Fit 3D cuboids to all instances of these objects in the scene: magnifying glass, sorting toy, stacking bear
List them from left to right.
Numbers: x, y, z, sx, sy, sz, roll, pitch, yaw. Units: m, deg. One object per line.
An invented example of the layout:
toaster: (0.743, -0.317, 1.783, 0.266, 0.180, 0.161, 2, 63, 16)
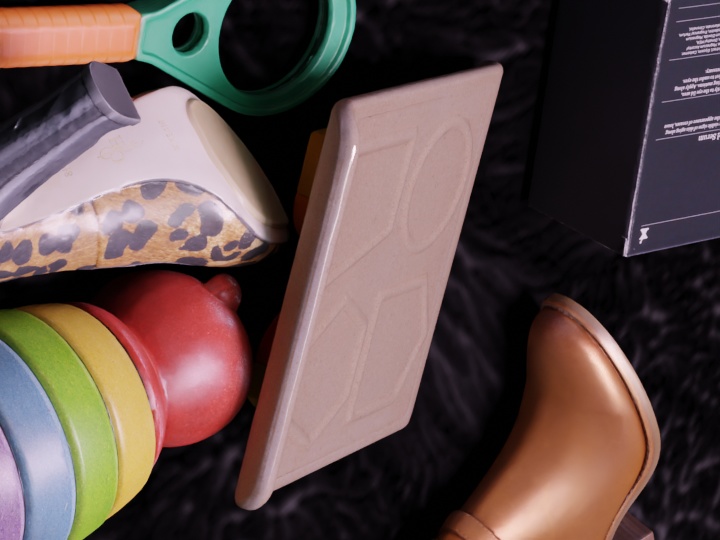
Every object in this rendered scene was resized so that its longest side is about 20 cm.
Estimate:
stacking bear: (-0.132, 0.060, 1.242, 0.200, 0.114, 0.122, -25, 129, -37)
magnifying glass: (-0.083, -0.103, 1.260, 0.200, 0.022, 0.080, -8, 117, -42)
sorting toy: (0.000, 0.000, 1.332, 0.200, 0.036, 0.186, -27, 134, -66)

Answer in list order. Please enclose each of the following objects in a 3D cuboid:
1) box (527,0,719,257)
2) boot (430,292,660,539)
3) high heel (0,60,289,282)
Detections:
box: (0.188, -0.097, 1.466, 0.200, 0.079, 0.142, -11, 116, -39)
boot: (0.074, 0.122, 1.486, 0.154, 0.074, 0.200, -28, 126, -23)
high heel: (-0.121, -0.018, 1.252, 0.142, 0.072, 0.200, -32, 153, 15)
